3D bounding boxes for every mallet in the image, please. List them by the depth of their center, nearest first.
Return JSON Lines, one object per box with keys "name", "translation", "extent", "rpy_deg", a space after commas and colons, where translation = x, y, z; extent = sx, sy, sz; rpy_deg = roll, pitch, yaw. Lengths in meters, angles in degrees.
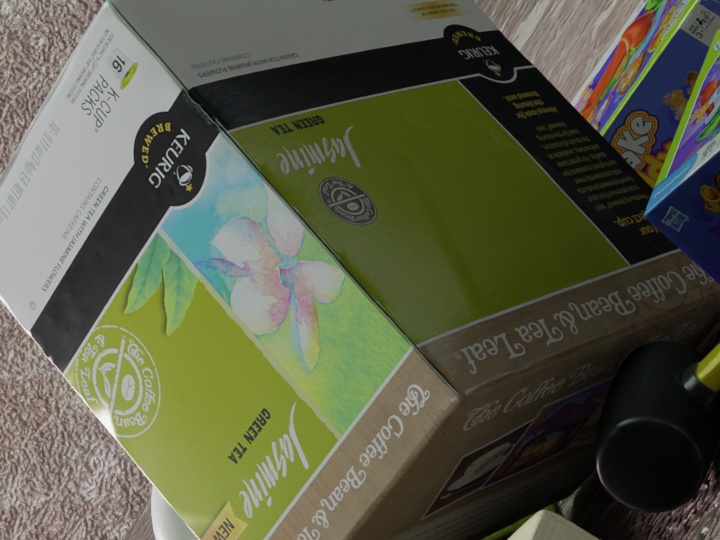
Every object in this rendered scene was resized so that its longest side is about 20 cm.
{"name": "mallet", "translation": [0.150, -0.003, 0.810], "extent": [0.200, 0.041, 0.066], "rpy_deg": [-51, 5, 19]}

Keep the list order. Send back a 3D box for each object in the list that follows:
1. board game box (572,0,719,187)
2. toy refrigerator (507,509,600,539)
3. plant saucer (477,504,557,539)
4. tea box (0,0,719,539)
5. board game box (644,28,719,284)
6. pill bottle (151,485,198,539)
{"name": "board game box", "translation": [0.122, -0.055, 1.155], "extent": [0.200, 0.045, 0.134], "rpy_deg": [-56, 6, 19]}
{"name": "toy refrigerator", "translation": [0.030, 0.160, 0.737], "extent": [0.200, 0.076, 0.070], "rpy_deg": [-51, 9, 48]}
{"name": "plant saucer", "translation": [0.009, 0.180, 0.934], "extent": [0.200, 0.048, 0.200], "rpy_deg": [-57, 6, 7]}
{"name": "tea box", "translation": [0.000, 0.000, 0.906], "extent": [0.200, 0.197, 0.134], "rpy_deg": [-16, -33, -51]}
{"name": "board game box", "translation": [0.184, -0.094, 0.768], "extent": [0.200, 0.045, 0.134], "rpy_deg": [-44, 10, 35]}
{"name": "pill bottle", "translation": [-0.026, 0.120, 1.093], "extent": [0.109, 0.109, 0.200], "rpy_deg": [-59, -14, -10]}
